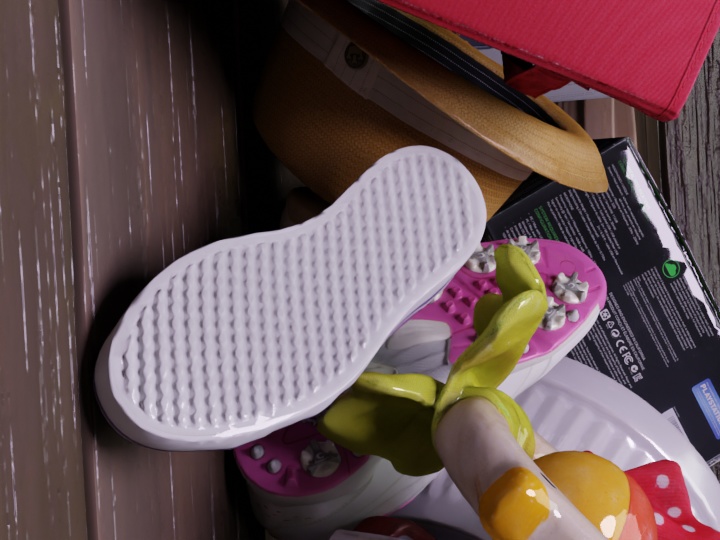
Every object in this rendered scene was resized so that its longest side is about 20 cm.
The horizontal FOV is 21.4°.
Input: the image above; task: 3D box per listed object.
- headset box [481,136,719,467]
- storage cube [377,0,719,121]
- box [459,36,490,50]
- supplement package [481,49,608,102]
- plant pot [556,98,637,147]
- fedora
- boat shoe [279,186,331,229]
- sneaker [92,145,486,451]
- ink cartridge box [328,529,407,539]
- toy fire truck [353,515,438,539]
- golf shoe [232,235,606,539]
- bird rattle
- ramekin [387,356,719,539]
[{"bbox_3d":[0.122,0.024,1.075,0.175,0.092,0.200,62,-8,-6],"label":"headset box"},{"bbox_3d":[0.055,-0.183,0.751,0.202,0.178,0.171,-67,-163,11],"label":"storage cube"},{"bbox_3d":[0.031,-0.236,1.018,0.149,0.103,0.202,-71,154,-55],"label":"box"},{"bbox_3d":[0.107,-0.198,1.294,0.200,0.115,0.119,44,46,-71],"label":"supplement package"},{"bbox_3d":[0.184,-0.089,1.630,0.201,0.092,0.203,-2,90,-76],"label":"plant pot"},{"bbox_3d":[0.014,-0.070,0.858,0.082,0.200,0.201,-58,172,13],"label":"fedora"},{"bbox_3d":[0.000,0.000,0.935,0.070,0.073,0.200,-67,162,8],"label":"boat shoe"},{"bbox_3d":[-0.039,0.030,0.750,0.200,0.114,0.073,-29,82,-43],"label":"sneaker"},{"bbox_3d":[0.046,0.214,0.757,0.200,0.084,0.147,38,70,-28],"label":"ink cartridge box"},{"bbox_3d":[0.016,0.230,0.850,0.168,0.112,0.201,39,68,-37],"label":"toy fire truck"},{"bbox_3d":[0.027,0.055,0.868,0.075,0.199,0.092,47,-25,32],"label":"golf shoe"},{"bbox_3d":[0.078,0.103,0.765,0.200,0.112,0.163,51,6,-20],"label":"bird rattle"},{"bbox_3d":[0.082,0.146,0.968,0.105,0.198,0.202,-49,140,-37],"label":"ramekin"}]
